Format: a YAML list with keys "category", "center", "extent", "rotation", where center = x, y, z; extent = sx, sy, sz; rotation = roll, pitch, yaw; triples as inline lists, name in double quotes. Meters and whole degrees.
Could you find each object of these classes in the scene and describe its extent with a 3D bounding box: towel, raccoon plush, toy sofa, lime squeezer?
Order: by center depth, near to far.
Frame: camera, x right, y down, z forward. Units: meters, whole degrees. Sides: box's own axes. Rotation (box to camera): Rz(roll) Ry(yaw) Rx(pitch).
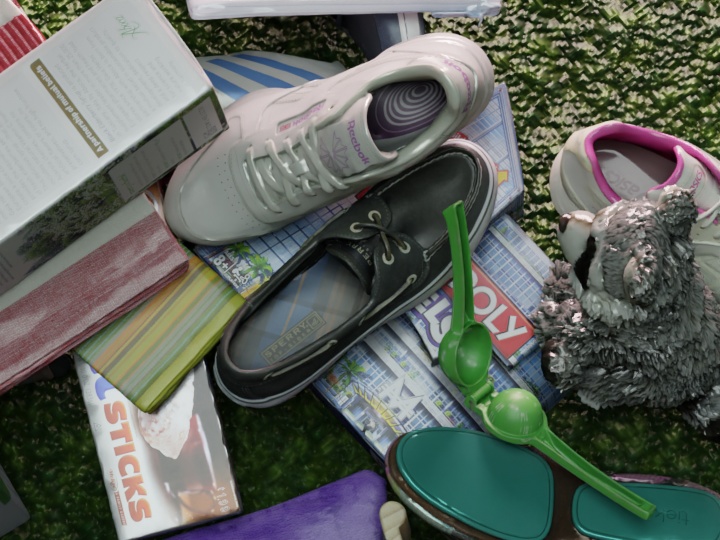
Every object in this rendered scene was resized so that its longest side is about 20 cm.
- category: "raccoon plush"
  center: [0.189, 0.021, 1.398]
  extent: [0.200, 0.134, 0.097]
  rotation: [16, 65, -18]
- category: "lime squeezer"
  center: [0.086, 0.059, 1.402]
  extent: [0.071, 0.038, 0.200]
  rotation: [-31, 92, 30]
- category: "toy sofa"
  center: [-0.066, 0.176, 1.419]
  extent: [0.200, 0.083, 0.098]
  rotation: [-17, 77, 0]
- category: "towel"
  center: [-0.204, -0.042, 1.422]
  extent: [0.144, 0.023, 0.200]
  rotation: [-33, 76, -5]
- category: "towel"
  center: [-0.163, -0.014, 1.434]
  extent: [0.200, 0.018, 0.086]
  rotation: [41, 79, 10]

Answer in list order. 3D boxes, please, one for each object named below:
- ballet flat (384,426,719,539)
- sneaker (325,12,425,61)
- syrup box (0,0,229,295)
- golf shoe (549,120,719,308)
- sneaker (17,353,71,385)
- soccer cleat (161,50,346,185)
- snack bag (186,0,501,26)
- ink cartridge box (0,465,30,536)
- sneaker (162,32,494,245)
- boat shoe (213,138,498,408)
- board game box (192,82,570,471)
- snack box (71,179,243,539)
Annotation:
- category: "ballet flat"
  center: [0.107, 0.137, 1.428]
  extent: [0.200, 0.071, 0.069]
  rotation: [10, 62, -5]
- category: "sneaker"
  center: [-0.051, -0.178, 1.506]
  extent: [0.146, 0.077, 0.202]
  rotation: [-16, 66, -13]
- category: "syrup box"
  center: [-0.175, -0.058, 1.372]
  extent: [0.200, 0.079, 0.081]
  rotation: [-36, 77, -5]
- category: "golf shoe"
  center: [0.201, -0.025, 1.458]
  extent: [0.200, 0.092, 0.075]
  rotation: [24, 76, 7]
- category: "sneaker"
  center: [-0.200, -0.025, 1.497]
  extent: [0.082, 0.077, 0.200]
  rotation: [5, 75, -24]
- category: "soccer cleat"
  center: [-0.096, -0.092, 1.497]
  extent: [0.200, 0.086, 0.070]
  rotation: [1, 120, -4]
- category: "snack bag"
  center: [-0.022, -0.227, 1.481]
  extent: [0.188, 0.021, 0.200]
  rotation: [-2, 62, -10]
- category: "ink cartridge box"
  center: [-0.277, 0.064, 1.426]
  extent: [0.084, 0.145, 0.200]
  rotation: [-31, 76, -6]
- category: "sneaker"
  center: [-0.025, -0.072, 1.400]
  extent: [0.200, 0.100, 0.075]
  rotation: [-27, 97, 12]
- category: "boat shoe"
  center: [0.000, 0.000, 1.413]
  extent: [0.200, 0.057, 0.069]
  rotation: [-44, 78, -8]
- category: "board game box"
  center: [0.045, 0.000, 1.473]
  extent: [0.200, 0.062, 0.200]
  rotation: [-42, 78, -7]
- category: "snack box"
  center: [-0.125, 0.049, 1.447]
  extent: [0.072, 0.024, 0.200]
  rotation: [-15, 84, 1]
